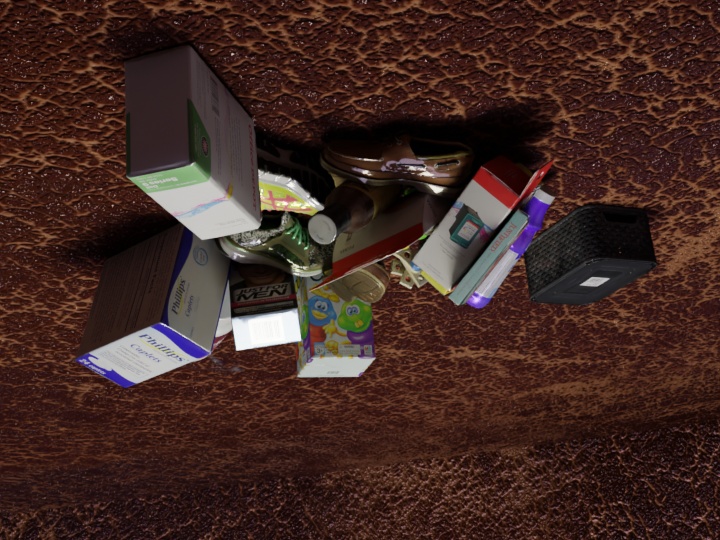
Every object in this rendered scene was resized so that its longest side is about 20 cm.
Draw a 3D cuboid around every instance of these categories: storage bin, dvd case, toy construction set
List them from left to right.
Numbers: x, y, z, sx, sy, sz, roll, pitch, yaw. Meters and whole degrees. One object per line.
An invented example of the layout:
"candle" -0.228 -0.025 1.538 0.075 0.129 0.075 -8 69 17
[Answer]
"toy construction set" 0.078 -0.055 1.724 0.130 0.093 0.201 -6 149 -24
"dvd case" 0.175 -0.016 1.572 0.146 0.022 0.200 -52 175 5
"storage bin" 0.368 -0.021 1.899 0.134 0.095 0.200 4 158 -25

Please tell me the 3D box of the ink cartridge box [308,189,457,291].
"ink cartridge box" 0.025 -0.050 1.551 0.161 0.051 0.200 -24 -174 34

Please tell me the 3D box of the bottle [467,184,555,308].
"bottle" 0.210 -0.042 1.715 0.065 0.084 0.201 33 109 -3

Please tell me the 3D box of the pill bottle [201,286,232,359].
"pill bottle" -0.259 0.068 1.917 0.113 0.115 0.200 3 158 -22

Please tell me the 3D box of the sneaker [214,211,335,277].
"sneaker" -0.108 -0.050 1.717 0.198 0.077 0.089 7 136 -25

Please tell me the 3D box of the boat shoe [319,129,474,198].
"boat shoe" 0.048 -0.151 1.512 0.198 0.072 0.068 7 128 -13

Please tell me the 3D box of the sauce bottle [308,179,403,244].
"sauce bottle" -0.006 -0.087 1.514 0.064 0.065 0.200 -18 -167 29

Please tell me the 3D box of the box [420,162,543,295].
"box" 0.170 -0.059 1.643 0.200 0.050 0.075 -52 166 21

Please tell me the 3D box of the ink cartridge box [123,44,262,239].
"ink cartridge box" -0.188 -0.140 1.339 0.087 0.147 0.200 -11 159 15

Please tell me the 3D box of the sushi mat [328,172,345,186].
"sushi mat" -0.049 -0.115 1.627 0.198 0.012 0.096 4 150 -28

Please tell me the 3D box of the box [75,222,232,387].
"box" -0.303 0.052 1.737 0.199 0.185 0.105 -22 135 36

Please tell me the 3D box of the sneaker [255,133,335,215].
"sneaker" -0.110 -0.110 1.529 0.199 0.079 0.090 26 131 -36

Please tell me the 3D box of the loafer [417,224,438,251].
"loafer" 0.186 -0.044 1.809 0.198 0.076 0.068 -15 152 20

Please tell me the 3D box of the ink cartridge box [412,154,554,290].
"ink cartridge box" 0.163 -0.079 1.537 0.201 0.067 0.116 -54 172 22

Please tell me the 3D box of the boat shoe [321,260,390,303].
"boat shoe" 0.000 0.000 1.678 0.072 0.068 0.200 41 168 -11

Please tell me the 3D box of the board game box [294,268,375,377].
"board game box" -0.045 0.054 1.818 0.104 0.202 0.103 1 159 -15

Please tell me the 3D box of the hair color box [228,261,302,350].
"hair color box" -0.146 0.035 1.749 0.098 0.201 0.061 -8 120 -4
